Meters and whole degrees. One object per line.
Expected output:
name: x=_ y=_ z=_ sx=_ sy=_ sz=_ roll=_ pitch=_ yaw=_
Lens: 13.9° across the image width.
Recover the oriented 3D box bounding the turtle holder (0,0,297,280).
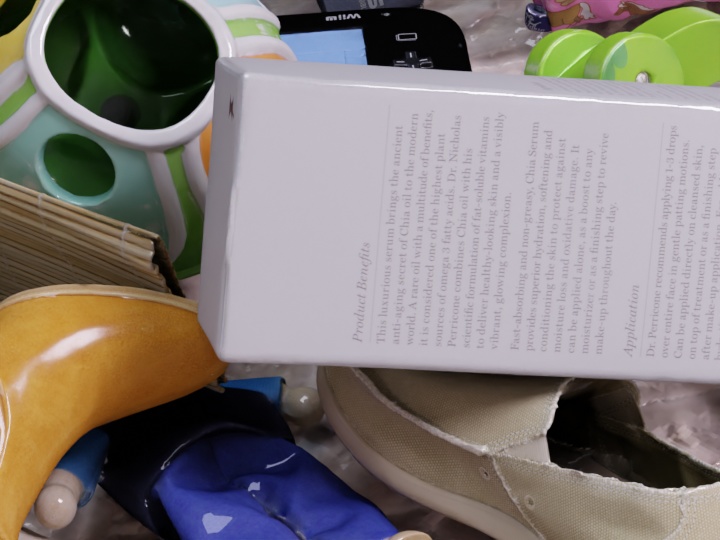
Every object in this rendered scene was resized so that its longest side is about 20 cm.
turtle holder: x=-0.106 y=-0.083 z=1.173 sx=0.141 sy=0.132 sz=0.186 roll=-38 pitch=85 yaw=-12

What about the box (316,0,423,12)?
box: x=-0.033 y=-0.230 z=1.350 sx=0.051 sy=0.201 sz=0.158 roll=-20 pitch=40 yaw=-1

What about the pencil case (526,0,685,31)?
pencil case: x=0.167 y=-0.153 z=1.283 sx=0.199 sy=0.083 sz=0.087 roll=-5 pitch=49 yaw=10

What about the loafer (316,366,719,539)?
loafer: x=0.067 y=0.063 z=1.076 sx=0.200 sy=0.069 sz=0.075 roll=32 pitch=28 yaw=33

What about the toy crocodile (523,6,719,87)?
toy crocodile: x=0.070 y=-0.040 z=1.138 sx=0.200 sy=0.062 sz=0.067 roll=-39 pitch=19 yaw=-17

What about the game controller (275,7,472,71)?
game controller: x=-0.051 y=-0.080 z=1.290 sx=0.199 sy=0.042 sz=0.105 roll=-4 pitch=42 yaw=-2

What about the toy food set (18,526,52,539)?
toy food set: x=-0.176 y=0.164 z=1.068 sx=0.143 sy=0.061 sz=0.200 roll=21 pitch=53 yaw=20

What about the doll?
doll: x=-0.063 y=0.078 z=1.122 sx=0.136 sy=0.049 sz=0.200 roll=-17 pitch=34 yaw=-32

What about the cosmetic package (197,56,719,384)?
cosmetic package: x=0.047 y=-0.018 z=1.052 sx=0.199 sy=0.102 sz=0.071 roll=4 pitch=9 yaw=-11

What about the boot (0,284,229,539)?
boot: x=-0.133 y=0.082 z=1.045 sx=0.200 sy=0.071 sz=0.145 roll=-5 pitch=50 yaw=-12

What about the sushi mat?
sushi mat: x=-0.142 y=-0.010 z=1.153 sx=0.199 sy=0.096 sz=0.012 roll=19 pitch=62 yaw=31
